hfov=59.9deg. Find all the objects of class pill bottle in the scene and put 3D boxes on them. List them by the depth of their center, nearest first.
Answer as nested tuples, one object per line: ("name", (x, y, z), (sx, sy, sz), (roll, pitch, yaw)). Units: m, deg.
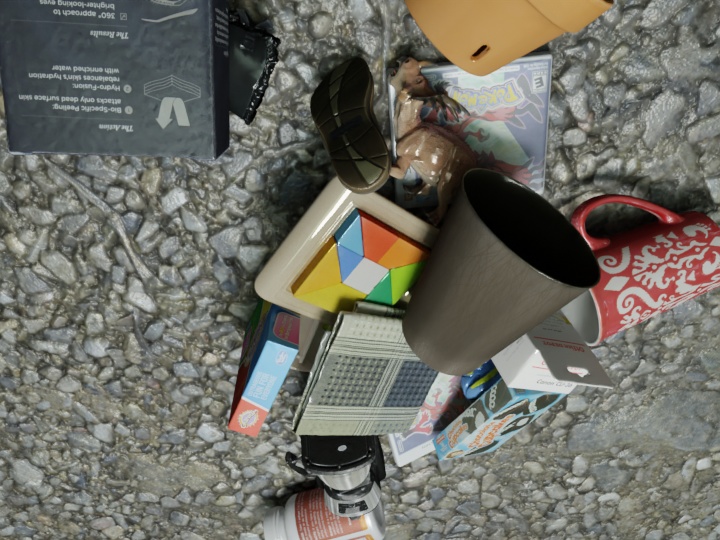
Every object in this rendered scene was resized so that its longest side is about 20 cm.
("pill bottle", (-0.064, 0.440, 1.103), (0.198, 0.113, 0.113), (-17, 121, 8))

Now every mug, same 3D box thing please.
("mug", (0.370, -0.011, 0.825), (0.198, 0.134, 0.178), (-19, 132, -4))

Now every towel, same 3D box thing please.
("towel", (0.019, 0.135, 0.824), (0.199, 0.035, 0.194), (9, 115, -34))

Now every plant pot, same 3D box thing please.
("plant pot", (0.134, -0.296, 0.630), (0.200, 0.201, 0.140), (36, 130, -22))

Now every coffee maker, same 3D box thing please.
("coffee maker", (-0.019, 0.262, 0.979), (0.134, 0.193, 0.201), (11, 145, 14))

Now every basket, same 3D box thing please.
("basket", (0.138, 0.017, 0.716), (0.180, 0.136, 0.201), (47, 132, 17))

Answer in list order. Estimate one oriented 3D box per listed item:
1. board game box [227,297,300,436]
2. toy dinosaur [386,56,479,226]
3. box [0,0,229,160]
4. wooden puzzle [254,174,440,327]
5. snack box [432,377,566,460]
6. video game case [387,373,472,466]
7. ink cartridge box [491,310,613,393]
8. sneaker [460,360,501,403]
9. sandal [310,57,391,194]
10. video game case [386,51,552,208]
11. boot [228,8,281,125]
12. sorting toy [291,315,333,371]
("board game box", (-0.123, 0.093, 0.837), (0.040, 0.201, 0.154), (20, 118, -14))
("toy dinosaur", (0.094, -0.145, 0.751), (0.200, 0.086, 0.136), (37, 107, -28))
("box", (-0.234, -0.217, 0.617), (0.195, 0.118, 0.202), (2, 107, -5))
("wooden puzzle", (0.000, 0.000, 0.760), (0.199, 0.037, 0.185), (28, 114, -31))
("snack box", (0.205, 0.217, 0.928), (0.115, 0.037, 0.200), (2, 141, -32))
("video game case", (0.118, 0.196, 0.975), (0.181, 0.023, 0.201), (-22, 121, -11))
("ink cartridge box", (0.218, 0.088, 0.803), (0.116, 0.201, 0.068), (11, 125, -31))
("sneaker", (0.237, 0.135, 0.944), (0.199, 0.071, 0.083), (-32, 142, -10))
("sandal", (-0.004, -0.159, 0.703), (0.081, 0.201, 0.055), (-26, 146, 11))
("video game case", (0.138, -0.172, 0.792), (0.198, 0.023, 0.184), (-6, 122, 1))
("boot", (-0.192, -0.219, 0.718), (0.161, 0.073, 0.199), (23, 112, -13))
("sorting toy", (0.006, 0.046, 0.881), (0.179, 0.107, 0.201), (14, 120, -19))
